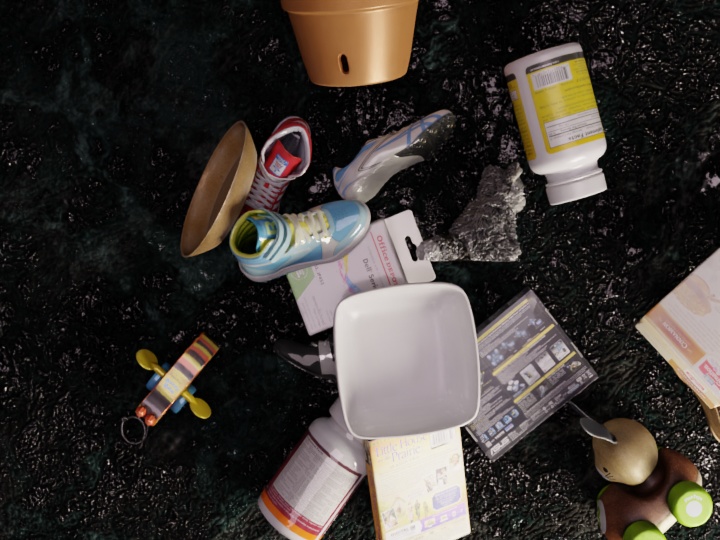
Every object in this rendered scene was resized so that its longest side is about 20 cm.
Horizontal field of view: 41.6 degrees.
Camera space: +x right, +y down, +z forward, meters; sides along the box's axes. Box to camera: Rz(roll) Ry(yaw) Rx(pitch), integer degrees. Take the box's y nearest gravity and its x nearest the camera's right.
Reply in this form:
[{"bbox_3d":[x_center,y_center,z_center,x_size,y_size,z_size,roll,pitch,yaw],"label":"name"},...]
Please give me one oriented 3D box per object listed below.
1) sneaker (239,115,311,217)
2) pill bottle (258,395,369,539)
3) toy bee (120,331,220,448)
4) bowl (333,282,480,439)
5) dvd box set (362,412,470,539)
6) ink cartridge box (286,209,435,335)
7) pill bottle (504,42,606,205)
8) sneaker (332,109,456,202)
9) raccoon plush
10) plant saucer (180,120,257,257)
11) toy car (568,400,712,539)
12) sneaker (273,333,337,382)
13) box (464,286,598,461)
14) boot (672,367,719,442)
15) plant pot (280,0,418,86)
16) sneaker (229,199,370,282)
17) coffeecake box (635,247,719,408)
[{"bbox_3d":[-0.127,-0.121,1.327,0.070,0.113,0.203,25,97,-11],"label":"sneaker"},{"bbox_3d":[-0.050,0.283,1.361,0.109,0.110,0.201,36,93,-1],"label":"pill bottle"},{"bbox_3d":[-0.277,0.185,1.368,0.129,0.109,0.203,20,96,-1],"label":"toy bee"},{"bbox_3d":[0.059,0.120,1.297,0.196,0.075,0.204,-6,91,-8],"label":"bowl"},{"bbox_3d":[0.081,0.305,1.348,0.144,0.029,0.204,-16,110,-22],"label":"dvd box set"},{"bbox_3d":[0.000,0.000,1.355,0.197,0.067,0.119,-22,93,5],"label":"ink cartridge box"},{"bbox_3d":[0.273,-0.199,1.301,0.109,0.111,0.204,-15,94,4],"label":"pill bottle"},{"bbox_3d":[0.046,-0.172,1.341,0.198,0.072,0.073,-34,63,-2],"label":"sneaker"},{"bbox_3d":[0.162,-0.082,1.292,0.095,0.199,0.137,5,95,35],"label":"raccoon plush"},{"bbox_3d":[-0.190,-0.106,1.304,0.035,0.200,0.203,24,97,-23],"label":"plant saucer"},{"bbox_3d":[0.354,0.269,1.304,0.158,0.164,0.200,-43,97,5],"label":"toy car"},{"bbox_3d":[-0.026,0.116,1.368,0.197,0.074,0.090,17,96,-9],"label":"sneaker"},{"bbox_3d":[0.216,0.149,1.367,0.199,0.049,0.162,-40,94,6],"label":"box"},{"bbox_3d":[0.498,0.160,1.340,0.073,0.075,0.202,-28,91,8],"label":"boot"},{"bbox_3d":[-0.008,-0.332,1.277,0.196,0.201,0.143,-4,113,3],"label":"plant pot"},{"bbox_3d":[-0.084,-0.052,1.266,0.197,0.131,0.081,-25,72,3],"label":"sneaker"},{"bbox_3d":[0.505,0.062,1.297,0.199,0.073,0.154,-40,75,-3],"label":"coffeecake box"}]
